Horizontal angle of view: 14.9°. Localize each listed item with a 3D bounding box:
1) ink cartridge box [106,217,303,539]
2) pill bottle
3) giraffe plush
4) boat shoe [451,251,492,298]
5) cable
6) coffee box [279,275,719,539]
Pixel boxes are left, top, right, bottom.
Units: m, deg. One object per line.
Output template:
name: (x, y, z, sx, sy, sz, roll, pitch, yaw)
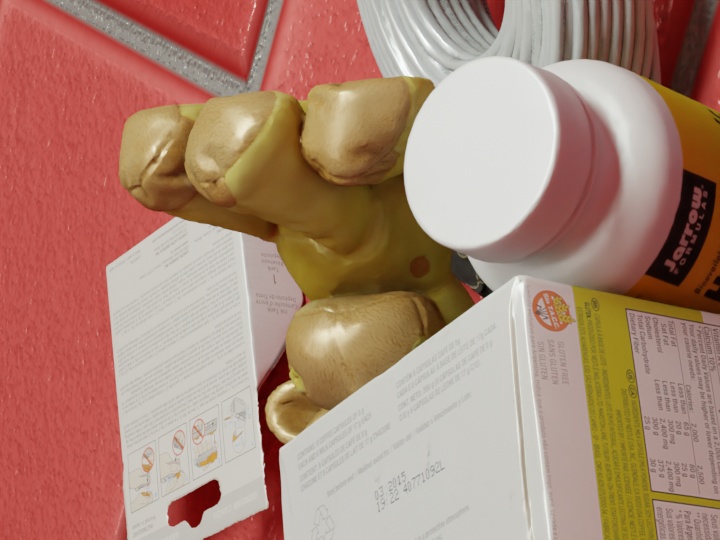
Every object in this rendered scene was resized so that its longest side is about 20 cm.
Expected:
ink cartridge box: (-0.089, 0.065, 1.640, 0.161, 0.050, 0.201, -31, 62, 50)
pill bottle: (0.111, -0.027, 1.187, 0.111, 0.200, 0.112, -13, 70, 39)
giraffe plush: (0.000, 0.000, 1.254, 0.172, 0.199, 0.163, -5, 91, 44)
boat shoe: (0.056, -0.022, 1.412, 0.200, 0.067, 0.072, 35, 109, 53)
cable: (0.065, -0.143, 1.354, 0.200, 0.069, 0.201, 23, 124, 52)
coffee box: (0.102, 0.145, 1.180, 0.200, 0.197, 0.201, -37, 51, 49)
